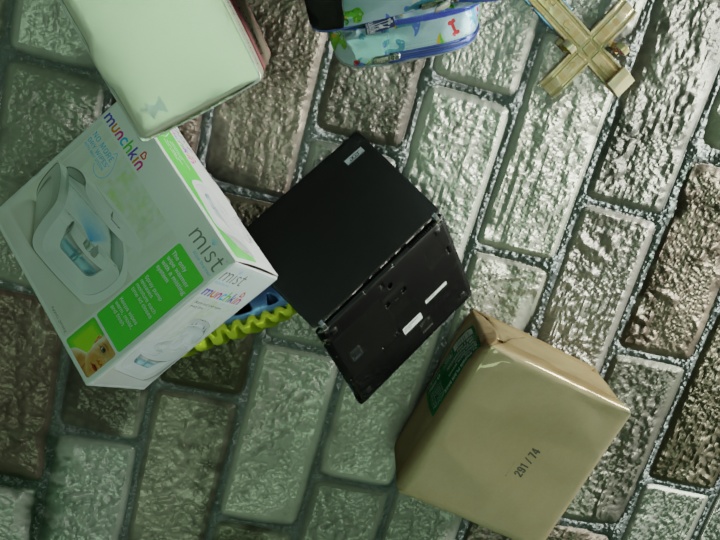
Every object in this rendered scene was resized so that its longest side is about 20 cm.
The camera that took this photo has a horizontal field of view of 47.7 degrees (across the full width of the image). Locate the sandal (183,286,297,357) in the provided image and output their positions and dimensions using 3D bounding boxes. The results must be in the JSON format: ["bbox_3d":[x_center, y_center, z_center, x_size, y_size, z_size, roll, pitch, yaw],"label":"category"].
[{"bbox_3d":[-0.143,0.033,0.839,0.199,0.079,0.087,-17,84,-7],"label":"sandal"}]

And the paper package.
[{"bbox_3d":[0.159,0.177,0.901,0.190,0.104,0.200,25,106,-13],"label":"paper package"}]

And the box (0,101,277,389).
[{"bbox_3d":[-0.206,-0.023,0.754,0.176,0.097,0.200,-38,72,9],"label":"box"}]

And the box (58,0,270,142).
[{"bbox_3d":[-0.152,-0.205,0.685,0.109,0.200,0.128,-26,110,5],"label":"box"}]

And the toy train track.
[{"bbox_3d":[0.198,-0.245,0.791,0.200,0.033,0.115,41,101,-16],"label":"toy train track"}]

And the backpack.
[{"bbox_3d":[0.044,-0.273,0.695,0.199,0.183,0.147,-12,133,-2],"label":"backpack"}]

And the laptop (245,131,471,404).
[{"bbox_3d":[0.000,0.000,0.835,0.177,0.103,0.200,-43,135,-16],"label":"laptop"}]
